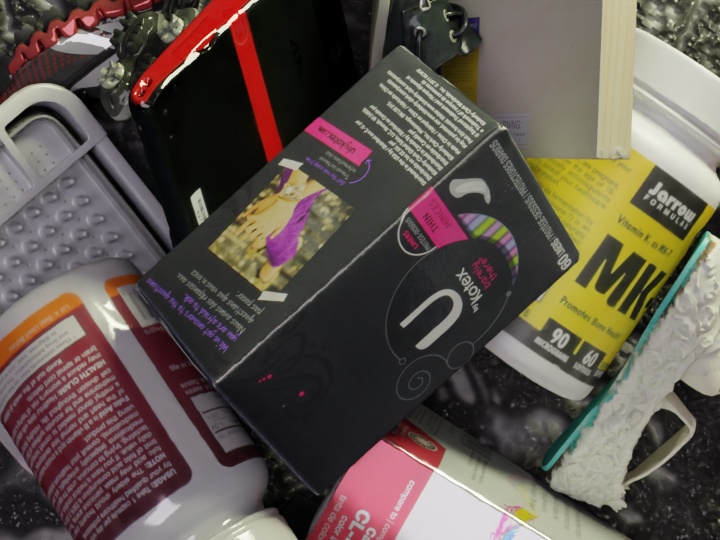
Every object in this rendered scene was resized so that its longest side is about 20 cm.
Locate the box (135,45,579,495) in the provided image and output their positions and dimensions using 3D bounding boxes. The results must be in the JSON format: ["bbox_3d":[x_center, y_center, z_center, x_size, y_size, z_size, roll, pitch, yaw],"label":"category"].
[{"bbox_3d":[0.000,0.000,0.964,0.200,0.122,0.106,-42,45,-3],"label":"box"}]

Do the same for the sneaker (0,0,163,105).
[{"bbox_3d":[-0.135,-0.130,1.102,0.199,0.071,0.099,-23,88,6],"label":"sneaker"}]

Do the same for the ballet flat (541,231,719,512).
[{"bbox_3d":[0.181,0.066,1.059,0.071,0.072,0.201,33,122,4],"label":"ballet flat"}]

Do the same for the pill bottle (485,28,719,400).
[{"bbox_3d":[0.141,-0.035,1.053,0.114,0.114,0.201,34,97,4],"label":"pill bottle"}]

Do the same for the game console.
[{"bbox_3d":[-0.057,-0.070,1.020,0.031,0.177,0.201,16,139,32],"label":"game console"}]

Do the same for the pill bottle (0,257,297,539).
[{"bbox_3d":[-0.122,0.104,0.997,0.114,0.114,0.201,-36,76,7],"label":"pill bottle"}]

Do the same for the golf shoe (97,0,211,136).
[{"bbox_3d":[-0.078,-0.158,1.041,0.077,0.088,0.201,14,72,45],"label":"golf shoe"}]

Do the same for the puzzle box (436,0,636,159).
[{"bbox_3d":[0.088,-0.132,1.025,0.025,0.199,0.135,-1,95,-30],"label":"puzzle box"}]

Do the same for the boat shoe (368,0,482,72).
[{"bbox_3d":[0.036,-0.126,1.027,0.065,0.075,0.202,7,105,-1],"label":"boat shoe"}]

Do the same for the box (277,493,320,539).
[{"bbox_3d":[-0.010,0.277,1.085,0.199,0.124,0.198,30,98,5],"label":"box"}]

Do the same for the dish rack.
[{"bbox_3d":[-0.194,0.008,1.088,0.172,0.043,0.201,-44,107,-21],"label":"dish rack"}]

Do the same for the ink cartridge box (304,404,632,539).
[{"bbox_3d":[0.077,0.165,1.056,0.199,0.148,0.086,33,97,5],"label":"ink cartridge box"}]
